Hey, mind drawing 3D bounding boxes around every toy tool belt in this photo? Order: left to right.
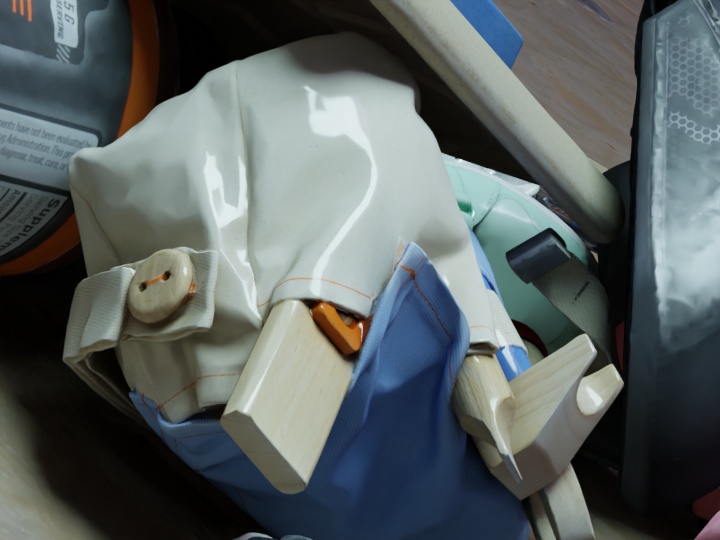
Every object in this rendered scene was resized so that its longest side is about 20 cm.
[{"bbox_3d":[0.007,0.039,0.733,0.200,0.124,0.123,43,24,-49],"label":"toy tool belt"}]

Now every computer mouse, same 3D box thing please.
[{"bbox_3d":[0.103,-0.024,0.792,0.052,0.201,0.139,3,-28,4],"label":"computer mouse"}]

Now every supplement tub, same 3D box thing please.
[{"bbox_3d":[-0.120,-0.057,0.726,0.107,0.107,0.199,44,18,32],"label":"supplement tub"}]

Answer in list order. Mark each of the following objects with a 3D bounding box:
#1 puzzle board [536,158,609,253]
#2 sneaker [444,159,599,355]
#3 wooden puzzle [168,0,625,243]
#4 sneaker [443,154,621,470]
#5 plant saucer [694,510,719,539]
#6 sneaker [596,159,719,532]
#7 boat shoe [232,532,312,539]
[{"bbox_3d":[0.045,-0.043,1.122,0.199,0.018,0.150,26,-9,-39],"label":"puzzle board"},{"bbox_3d":[0.000,0.000,0.881,0.199,0.074,0.118,20,13,-19],"label":"sneaker"},{"bbox_3d":[-0.026,-0.092,0.792,0.199,0.046,0.185,26,-9,34],"label":"wooden puzzle"},{"bbox_3d":[0.040,-0.009,0.989,0.200,0.089,0.074,37,13,0],"label":"sneaker"},{"bbox_3d":[0.150,0.143,0.688,0.200,0.051,0.201,41,-16,14],"label":"plant saucer"},{"bbox_3d":[0.137,0.020,0.954,0.200,0.086,0.074,56,28,-50],"label":"sneaker"},{"bbox_3d":[0.051,0.119,0.655,0.199,0.062,0.075,37,16,7],"label":"boat shoe"}]
